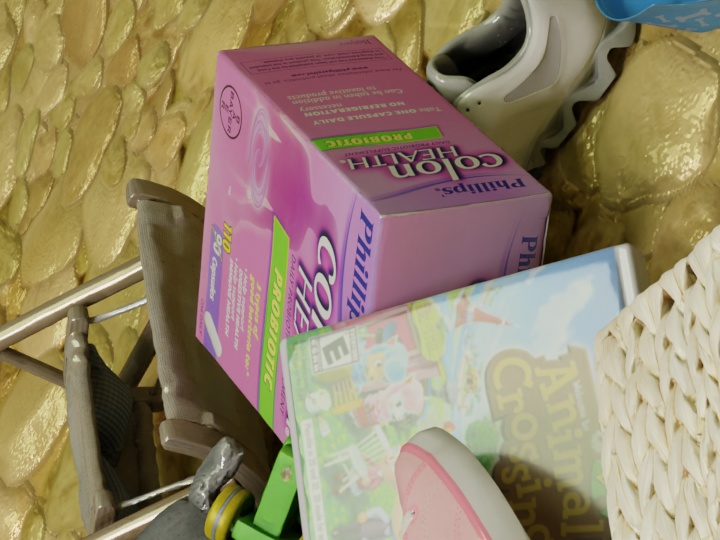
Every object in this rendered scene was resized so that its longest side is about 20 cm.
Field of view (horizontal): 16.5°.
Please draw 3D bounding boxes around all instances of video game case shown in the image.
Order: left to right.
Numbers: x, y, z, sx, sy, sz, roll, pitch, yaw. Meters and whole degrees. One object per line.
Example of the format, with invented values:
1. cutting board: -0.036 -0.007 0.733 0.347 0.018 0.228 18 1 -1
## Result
1. video game case: 0.056 0.104 1.114 0.182 0.022 0.200 -16 69 23

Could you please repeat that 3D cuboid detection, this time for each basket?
1. basket: 0.180 0.093 1.006 0.123 0.135 0.200 -38 43 41

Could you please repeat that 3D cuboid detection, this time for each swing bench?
1. swing bench: -0.132 0.091 1.478 0.200 0.130 0.199 -40 41 29

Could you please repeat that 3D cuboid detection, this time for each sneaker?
1. sneaker: 0.032 0.154 1.025 0.105 0.075 0.200 -25 48 -6
2. sneaker: 0.057 -0.076 1.328 0.200 0.088 0.074 -60 35 16

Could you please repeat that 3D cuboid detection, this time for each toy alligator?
1. toy alligator: -0.037 0.123 1.225 0.059 0.054 0.200 27 102 18

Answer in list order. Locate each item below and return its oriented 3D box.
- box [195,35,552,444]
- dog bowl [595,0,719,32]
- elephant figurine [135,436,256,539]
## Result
1. box: 0.000 0.000 1.284 0.200 0.097 0.176 46 137 50
2. dog bowl: 0.188 -0.182 1.206 0.200 0.050 0.112 -30 45 56
3. elephant figurine: -0.059 0.225 1.303 0.141 0.155 0.200 -34 46 2
